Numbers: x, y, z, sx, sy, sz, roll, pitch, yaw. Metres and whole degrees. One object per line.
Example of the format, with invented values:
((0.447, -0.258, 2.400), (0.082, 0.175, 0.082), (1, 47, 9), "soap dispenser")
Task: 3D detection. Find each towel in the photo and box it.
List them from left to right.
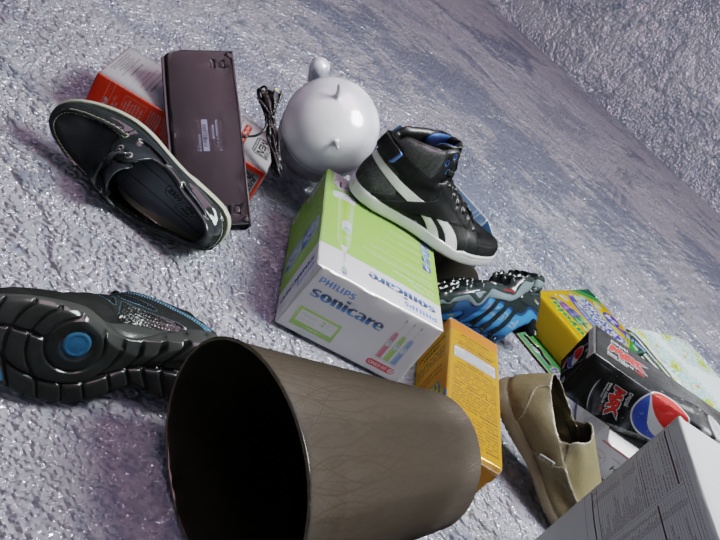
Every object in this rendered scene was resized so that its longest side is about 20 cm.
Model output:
((0.493, 0.165, 1.207), (0.200, 0.048, 0.171), (13, 37, -38), "towel")

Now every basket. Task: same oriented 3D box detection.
((-0.015, 0.139, 0.576), (0.200, 0.136, 0.180), (14, 31, -43), "basket")

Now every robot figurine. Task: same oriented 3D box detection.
((-0.041, -0.166, 0.956), (0.113, 0.170, 0.200), (-11, 1, -10), "robot figurine")

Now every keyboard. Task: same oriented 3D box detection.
((-0.139, -0.138, 0.831), (0.127, 0.021, 0.200), (-3, 77, -18), "keyboard")

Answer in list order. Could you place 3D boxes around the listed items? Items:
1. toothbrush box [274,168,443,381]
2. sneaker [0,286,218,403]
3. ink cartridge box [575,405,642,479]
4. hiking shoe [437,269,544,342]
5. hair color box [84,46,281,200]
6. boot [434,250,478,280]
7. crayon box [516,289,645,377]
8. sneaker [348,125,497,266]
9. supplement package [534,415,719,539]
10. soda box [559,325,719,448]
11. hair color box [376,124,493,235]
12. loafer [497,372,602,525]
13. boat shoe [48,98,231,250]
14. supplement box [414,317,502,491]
((0.000, 0.000, 0.842), (0.145, 0.086, 0.200), (29, 28, -18), "toothbrush box")
((-0.193, 0.050, 0.581), (0.200, 0.073, 0.082), (20, 16, -40), "sneaker")
((0.316, 0.198, 0.928), (0.115, 0.068, 0.200), (36, 28, 1), "ink cartridge box")
((0.140, 0.052, 0.938), (0.200, 0.087, 0.074), (-6, 9, -27), "hiking shoe")
((-0.194, -0.158, 0.881), (0.200, 0.061, 0.102), (30, 29, -12), "hair color box")
((0.056, -0.035, 0.998), (0.200, 0.074, 0.075), (36, 9, -12), "boot")
((0.298, 0.088, 1.093), (0.200, 0.052, 0.126), (-1, 46, -49), "crayon box")
((0.098, -0.086, 0.876), (0.200, 0.112, 0.073), (26, 30, -23), "sneaker")
((0.268, 0.267, 0.632), (0.191, 0.200, 0.147), (34, 28, -9), "supplement package")
((0.315, 0.150, 0.862), (0.200, 0.063, 0.071), (34, 28, -1), "soda box")
((0.100, -0.099, 1.092), (0.200, 0.060, 0.100), (53, 0, 28), "hair color box")
((0.204, 0.189, 0.782), (0.200, 0.067, 0.076), (59, 32, 5), "loafer")
((-0.212, -0.085, 0.740), (0.199, 0.075, 0.066), (43, 15, -9), "boat shoe")
((0.092, 0.133, 0.772), (0.069, 0.067, 0.200), (31, 28, -11), "supplement box")
